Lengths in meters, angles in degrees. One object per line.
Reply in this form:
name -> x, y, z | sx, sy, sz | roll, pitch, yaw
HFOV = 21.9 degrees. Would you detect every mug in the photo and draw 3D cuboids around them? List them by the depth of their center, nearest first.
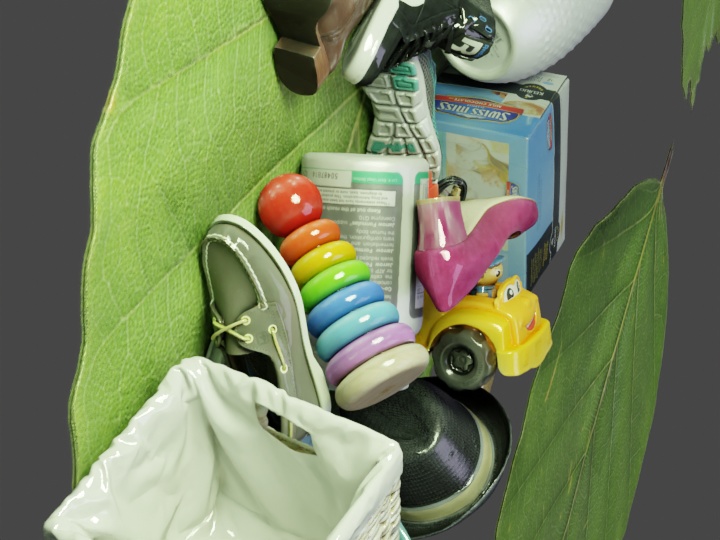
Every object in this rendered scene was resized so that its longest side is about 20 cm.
mug -> 0.143, -0.290, 1.855 | 0.175, 0.147, 0.201 | -46, 113, -44

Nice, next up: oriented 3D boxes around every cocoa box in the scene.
cocoa box -> 0.133, -0.094, 1.916 | 0.131, 0.133, 0.201 | -53, 148, -48

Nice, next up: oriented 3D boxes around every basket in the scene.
basket -> -0.093, 0.205, 1.378 | 0.200, 0.197, 0.161 | -51, 152, -36

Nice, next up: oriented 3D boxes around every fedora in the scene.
fedora -> 0.042, 0.155, 1.760 | 0.092, 0.200, 0.201 | 55, 48, -40

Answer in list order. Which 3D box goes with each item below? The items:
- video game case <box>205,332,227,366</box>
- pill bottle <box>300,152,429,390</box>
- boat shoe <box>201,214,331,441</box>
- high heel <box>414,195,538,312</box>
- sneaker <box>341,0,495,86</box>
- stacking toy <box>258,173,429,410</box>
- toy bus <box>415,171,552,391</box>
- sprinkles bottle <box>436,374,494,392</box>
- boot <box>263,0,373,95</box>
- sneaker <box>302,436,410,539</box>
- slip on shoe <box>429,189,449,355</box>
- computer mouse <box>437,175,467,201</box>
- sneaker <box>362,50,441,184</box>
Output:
video game case -> -0.105, 0.111, 1.565 | 0.143, 0.018, 0.201 | 55, 51, -64
pill bottle -> 0.000, 0.000, 1.615 | 0.113, 0.112, 0.202 | -7, 101, -69
boat shoe -> -0.082, 0.053, 1.482 | 0.060, 0.072, 0.203 | -43, 123, -41
high heel -> 0.107, -0.016, 1.629 | 0.200, 0.067, 0.097 | -3, 87, -65
sneaker -> 0.061, -0.209, 1.622 | 0.073, 0.112, 0.200 | -50, -169, 43
stacking toy -> -0.026, 0.011, 1.529 | 0.201, 0.085, 0.085 | 60, 15, 14
toy bus -> 0.071, 0.002, 1.733 | 0.136, 0.199, 0.193 | -30, 121, -63
sprinkles bottle -> 0.136, 0.047, 2.099 | 0.068, 0.068, 0.201 | 30, 74, -69
boot -> -0.012, -0.270, 1.531 | 0.187, 0.064, 0.200 | 97, 20, -52
sneaker -> -0.015, 0.184, 1.630 | 0.200, 0.082, 0.074 | 56, 38, -32
slip on shoe -> 0.057, -0.003, 1.875 | 0.061, 0.075, 0.201 | -104, -167, -58
computer mouse -> 0.071, 0.000, 1.823 | 0.034, 0.058, 0.201 | -103, -160, -59
sneaker -> 0.048, -0.158, 1.746 | 0.201, 0.077, 0.091 | 84, 23, -43
